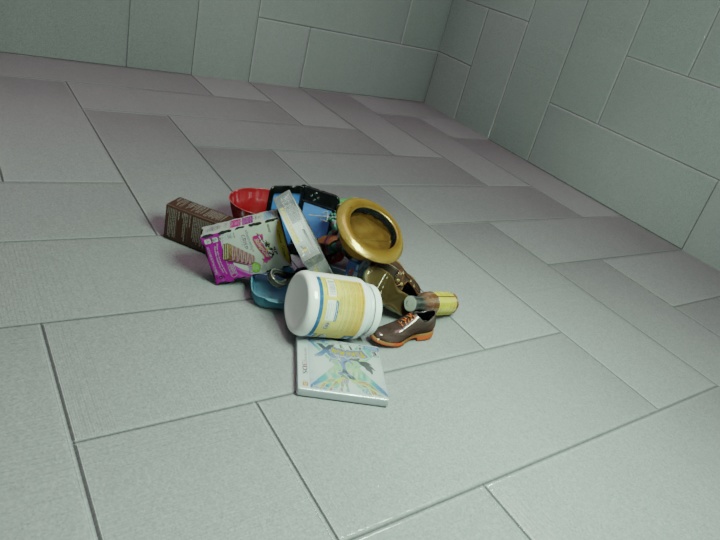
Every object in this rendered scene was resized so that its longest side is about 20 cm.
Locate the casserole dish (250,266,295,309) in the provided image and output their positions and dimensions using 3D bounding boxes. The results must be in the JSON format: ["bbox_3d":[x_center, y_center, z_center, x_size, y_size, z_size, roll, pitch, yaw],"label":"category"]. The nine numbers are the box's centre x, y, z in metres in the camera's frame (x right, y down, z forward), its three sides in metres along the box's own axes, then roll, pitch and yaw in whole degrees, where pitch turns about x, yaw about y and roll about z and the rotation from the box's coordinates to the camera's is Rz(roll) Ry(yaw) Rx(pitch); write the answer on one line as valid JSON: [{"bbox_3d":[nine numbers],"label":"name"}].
[{"bbox_3d":[-0.219,0.039,1.517,0.118,0.040,0.201,9,28,-15],"label":"casserole dish"}]

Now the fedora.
[{"bbox_3d":[0.013,-0.084,1.493,0.197,0.082,0.204,20,50,-26],"label":"fedora"}]

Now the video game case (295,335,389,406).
[{"bbox_3d":[-0.044,0.214,1.310,0.195,0.022,0.184,11,28,-13],"label":"video game case"}]

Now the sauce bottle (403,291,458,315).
[{"bbox_3d":[0.185,0.086,1.590,0.198,0.067,0.066,5,26,-49],"label":"sauce bottle"}]

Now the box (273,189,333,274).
[{"bbox_3d":[-0.133,-0.071,1.461,0.048,0.159,0.202,-28,62,0],"label":"box"}]

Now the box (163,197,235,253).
[{"bbox_3d":[-0.421,-0.112,1.614,0.196,0.102,0.075,22,27,10],"label":"box"}]

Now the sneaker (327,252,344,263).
[{"bbox_3d":[-0.122,-0.092,1.772,0.198,0.079,0.082,35,22,23],"label":"sneaker"}]

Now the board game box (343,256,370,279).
[{"bbox_3d":[0.000,0.000,1.604,0.034,0.138,0.200,24,29,10],"label":"board game box"}]

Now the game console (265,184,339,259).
[{"bbox_3d":[-0.166,-0.121,1.653,0.172,0.204,0.117,18,22,8],"label":"game console"}]

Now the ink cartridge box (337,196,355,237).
[{"bbox_3d":[0.004,-0.106,1.790,0.082,0.150,0.199,-13,38,-41],"label":"ink cartridge box"}]

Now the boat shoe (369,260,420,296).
[{"bbox_3d":[0.101,0.029,1.611,0.199,0.070,0.071,33,29,-39],"label":"boat shoe"}]

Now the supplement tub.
[{"bbox_3d":[-0.062,0.083,1.393,0.196,0.147,0.145,9,27,-32],"label":"supplement tub"}]

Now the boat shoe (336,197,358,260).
[{"bbox_3d":[-0.014,-0.109,1.693,0.068,0.203,0.074,-34,46,-30],"label":"boat shoe"}]

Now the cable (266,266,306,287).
[{"bbox_3d":[-0.153,0.015,1.468,0.199,0.050,0.099,31,37,-55],"label":"cable"}]

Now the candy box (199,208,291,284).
[{"bbox_3d":[-0.278,-0.058,1.481,0.195,0.139,0.061,-15,31,-4],"label":"candy box"}]

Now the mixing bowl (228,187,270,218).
[{"bbox_3d":[-0.288,-0.152,1.748,0.195,0.111,0.201,11,27,-6],"label":"mixing bowl"}]

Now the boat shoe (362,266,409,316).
[{"bbox_3d":[0.060,0.054,1.536,0.064,0.073,0.199,10,-22,45],"label":"boat shoe"}]

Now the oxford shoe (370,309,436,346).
[{"bbox_3d":[0.106,0.134,1.485,0.197,0.074,0.071,-8,36,-39],"label":"oxford shoe"}]

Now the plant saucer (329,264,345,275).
[{"bbox_3d":[-0.087,0.037,1.619,0.068,0.019,0.200,20,27,6],"label":"plant saucer"}]

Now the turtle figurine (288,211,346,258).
[{"bbox_3d":[-0.085,-0.084,1.612,0.196,0.102,0.151,2,48,31],"label":"turtle figurine"}]
